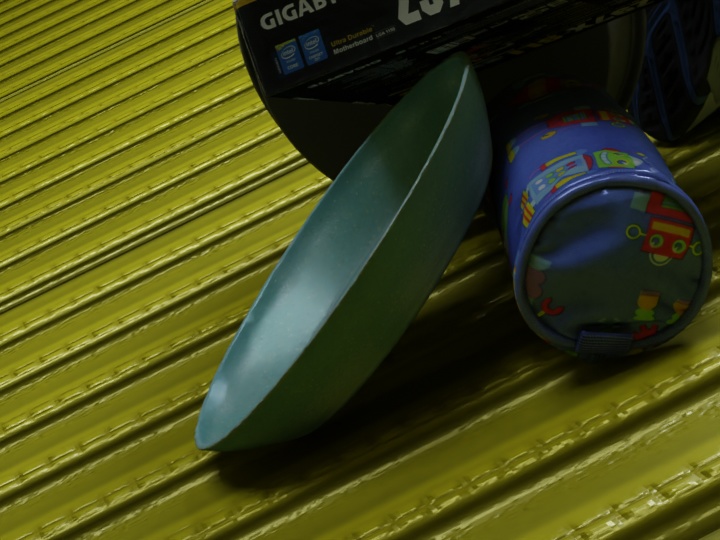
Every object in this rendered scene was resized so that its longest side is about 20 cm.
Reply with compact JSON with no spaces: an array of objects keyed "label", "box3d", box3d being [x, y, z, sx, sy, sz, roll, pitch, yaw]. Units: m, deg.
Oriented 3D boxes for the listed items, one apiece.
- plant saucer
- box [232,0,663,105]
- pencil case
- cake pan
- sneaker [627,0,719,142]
[{"label":"plant saucer","box3d":[0.000,0.000,1.187,0.200,0.036,0.200,-53,9,13]},{"label":"box","box3d":[0.066,-0.126,1.215,0.200,0.049,0.160,-20,-4,21]},{"label":"pencil case","box3d":[0.091,-0.023,1.168,0.078,0.087,0.200,1,15,-4]},{"label":"cake pan","box3d":[0.035,-0.112,1.341,0.200,0.200,0.037,-20,21,20]},{"label":"sneaker","box3d":[0.186,-0.141,1.325,0.077,0.076,0.200,-22,-18,-30]}]
